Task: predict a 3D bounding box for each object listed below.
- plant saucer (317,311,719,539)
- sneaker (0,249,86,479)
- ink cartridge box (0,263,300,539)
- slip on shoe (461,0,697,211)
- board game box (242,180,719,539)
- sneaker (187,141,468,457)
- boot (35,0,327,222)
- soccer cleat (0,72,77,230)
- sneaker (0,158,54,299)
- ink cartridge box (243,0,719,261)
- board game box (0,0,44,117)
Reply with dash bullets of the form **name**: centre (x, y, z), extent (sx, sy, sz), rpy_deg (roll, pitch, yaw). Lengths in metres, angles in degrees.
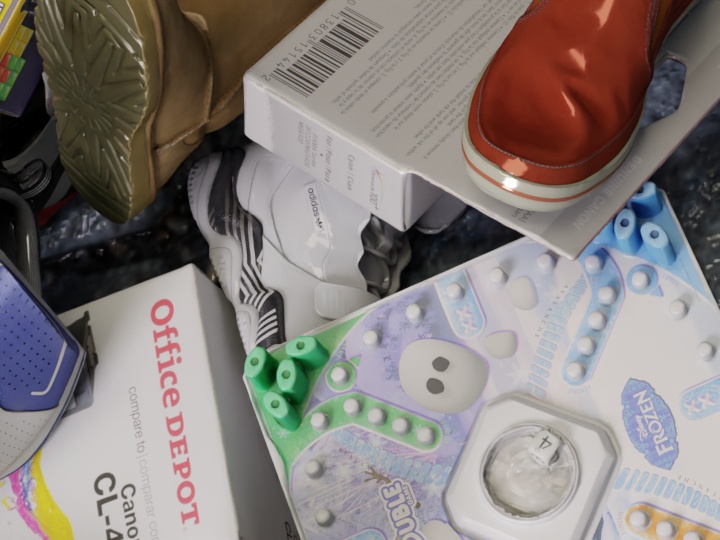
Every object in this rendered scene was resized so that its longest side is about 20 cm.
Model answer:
- **plant saucer**: centre (0.076, 0.148, 0.921), extent (0.199, 0.037, 0.200), rpy_deg (29, 80, 24)
- **sneaker**: centre (-0.204, 0.088, 0.929), extent (0.199, 0.115, 0.081), rpy_deg (-44, 93, 7)
- **ink cartridge box**: centre (-0.135, 0.104, 1.019), extent (0.199, 0.086, 0.148), rpy_deg (-22, 58, 16)
- **slip on shoe**: centre (0.099, -0.103, 0.937), extent (0.074, 0.061, 0.200), rpy_deg (24, 55, 16)
- **board game box**: centre (0.069, 0.083, 0.909), extent (0.199, 0.026, 0.201), rpy_deg (-24, 66, 4)
- **sneaker**: centre (0.000, 0.000, 1.013), extent (0.115, 0.075, 0.201), rpy_deg (-33, 54, 10)
- **boot**: centre (-0.055, -0.133, 1.000), extent (0.066, 0.175, 0.200), rpy_deg (40, 63, 13)
- **soccer cleat**: centre (-0.122, -0.097, 1.108), extent (0.199, 0.085, 0.069), rpy_deg (-35, 57, 6)
- **sneaker**: centre (-0.217, 0.018, 1.008), extent (0.113, 0.076, 0.201), rpy_deg (13, 65, 33)
- **ink cartridge box**: centre (0.075, -0.091, 0.994), extent (0.176, 0.045, 0.200), rpy_deg (31, 56, 22)
- **board game box**: centre (-0.180, -0.195, 0.983), extent (0.165, 0.057, 0.201), rpy_deg (30, 94, 16)
